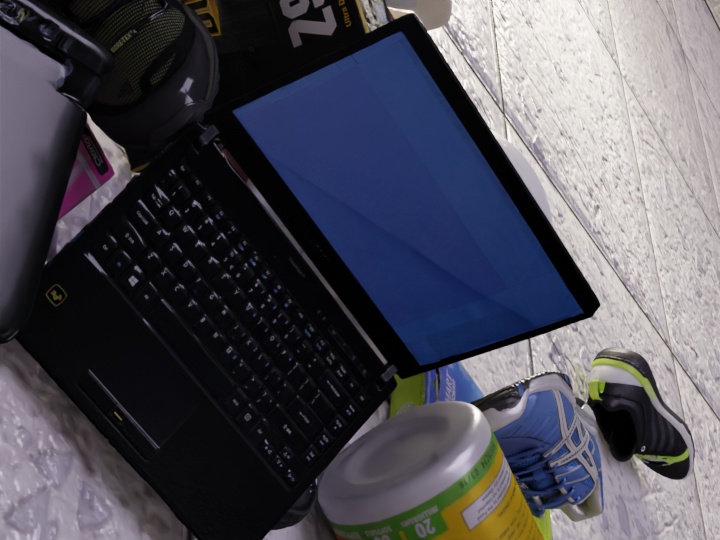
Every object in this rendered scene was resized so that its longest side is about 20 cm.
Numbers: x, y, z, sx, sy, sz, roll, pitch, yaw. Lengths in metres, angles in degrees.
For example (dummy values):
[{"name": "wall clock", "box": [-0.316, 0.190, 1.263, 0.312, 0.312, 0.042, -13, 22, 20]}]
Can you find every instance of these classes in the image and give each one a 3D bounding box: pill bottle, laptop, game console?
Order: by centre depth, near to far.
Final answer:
[{"name": "game console", "box": [-0.205, -0.090, 0.538, 0.199, 0.117, 0.176, 33, 3, -41]}, {"name": "laptop", "box": [-0.022, 0.019, 0.646, 0.200, 0.103, 0.178, -46, 118, -18]}, {"name": "pill bottle", "box": [0.064, 0.191, 0.864, 0.202, 0.110, 0.111, 63, 23, -14]}]

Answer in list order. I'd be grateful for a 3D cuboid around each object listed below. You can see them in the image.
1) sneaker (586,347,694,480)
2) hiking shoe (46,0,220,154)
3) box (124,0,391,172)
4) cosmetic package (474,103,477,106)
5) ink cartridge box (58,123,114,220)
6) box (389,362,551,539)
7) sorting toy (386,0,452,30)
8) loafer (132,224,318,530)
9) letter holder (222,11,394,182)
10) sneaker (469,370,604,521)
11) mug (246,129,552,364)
[{"name": "sneaker", "box": [0.270, 0.162, 1.444, 0.201, 0.071, 0.083, 52, 52, -34]}, {"name": "hiking shoe", "box": [-0.137, -0.139, 0.695, 0.101, 0.075, 0.201, 39, 16, -53]}, {"name": "box", "box": [-0.080, -0.174, 0.779, 0.049, 0.158, 0.203, -4, 75, -67]}, {"name": "cosmetic package", "box": [0.057, -0.036, 1.077, 0.051, 0.082, 0.203, 33, 41, -51]}, {"name": "ink cartridge box", "box": [-0.177, -0.045, 0.615, 0.096, 0.037, 0.200, 63, 25, -14]}, {"name": "box", "box": [0.075, 0.143, 1.011, 0.201, 0.047, 0.123, 53, 27, -35]}, {"name": "sorting toy", "box": [-0.019, -0.233, 0.976, 0.108, 0.198, 0.180, -58, 137, -17]}, {"name": "loafer", "box": [-0.072, 0.056, 0.718, 0.201, 0.070, 0.069, 55, 29, -31]}, {"name": "letter holder", "box": [-0.002, -0.069, 0.947, 0.201, 0.099, 0.143, 55, 29, -32]}, {"name": "sneaker", "box": [0.127, 0.122, 0.987, 0.199, 0.075, 0.078, 27, 43, -58]}, {"name": "mug", "box": [0.000, 0.000, 0.804, 0.147, 0.201, 0.175, 36, 12, 21]}]
